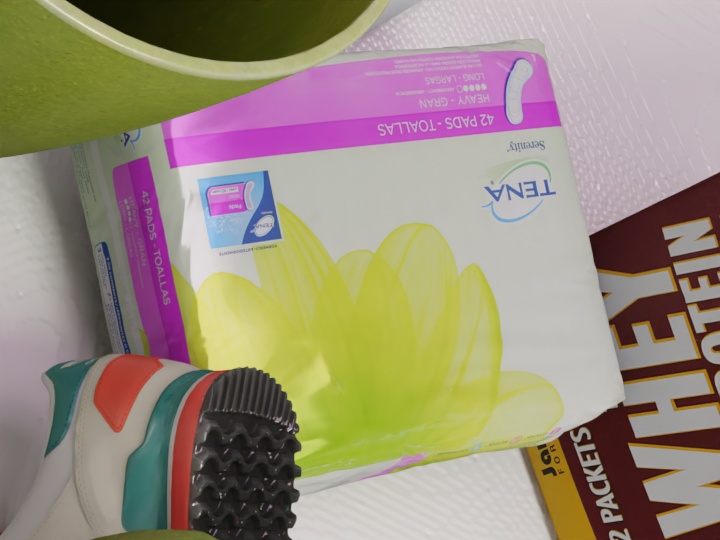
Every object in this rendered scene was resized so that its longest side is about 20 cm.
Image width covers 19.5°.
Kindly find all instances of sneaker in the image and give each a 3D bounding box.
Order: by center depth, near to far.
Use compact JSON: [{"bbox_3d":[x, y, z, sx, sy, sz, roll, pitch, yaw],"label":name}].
[{"bbox_3d":[-0.082,0.122,0.673,0.070,0.093,0.201,6,94,-58],"label":"sneaker"}]

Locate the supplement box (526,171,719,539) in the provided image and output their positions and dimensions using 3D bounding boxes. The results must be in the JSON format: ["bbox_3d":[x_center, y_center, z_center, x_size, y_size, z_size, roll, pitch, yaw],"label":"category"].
[{"bbox_3d":[0.195,0.024,0.859,0.197,0.200,0.133,-12,79,-43],"label":"supplement box"}]

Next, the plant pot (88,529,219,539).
[{"bbox_3d":[-0.053,0.172,0.516,0.200,0.200,0.190,36,33,-24],"label":"plant pot"}]

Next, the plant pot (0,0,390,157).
[{"bbox_3d":[-0.116,-0.108,0.643,0.187,0.200,0.188,18,60,-35],"label":"plant pot"}]

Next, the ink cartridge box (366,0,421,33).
[{"bbox_3d":[0.026,-0.176,0.804,0.043,0.200,0.196,40,45,15],"label":"ink cartridge box"}]

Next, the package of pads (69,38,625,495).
[{"bbox_3d":[0.000,0.000,0.771,0.199,0.068,0.155,-9,85,-37],"label":"package of pads"}]
